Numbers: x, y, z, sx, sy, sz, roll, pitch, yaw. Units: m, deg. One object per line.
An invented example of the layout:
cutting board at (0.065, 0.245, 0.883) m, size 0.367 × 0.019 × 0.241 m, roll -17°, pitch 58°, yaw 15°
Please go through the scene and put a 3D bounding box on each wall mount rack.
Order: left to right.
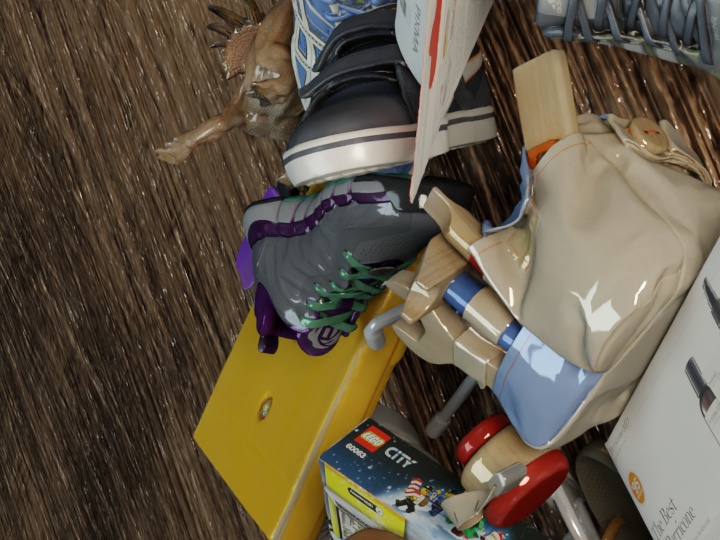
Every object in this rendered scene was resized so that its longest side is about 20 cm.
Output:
wall mount rack at (0.067, 0.094, 1.209) m, size 0.200 × 0.075 × 0.174 m, roll 67°, pitch -173°, yaw 27°

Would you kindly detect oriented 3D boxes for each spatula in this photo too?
spatula at (-0.052, -0.035, 1.405) m, size 0.057 × 0.021 × 0.200 m, roll -64°, pitch 1°, yaw 14°

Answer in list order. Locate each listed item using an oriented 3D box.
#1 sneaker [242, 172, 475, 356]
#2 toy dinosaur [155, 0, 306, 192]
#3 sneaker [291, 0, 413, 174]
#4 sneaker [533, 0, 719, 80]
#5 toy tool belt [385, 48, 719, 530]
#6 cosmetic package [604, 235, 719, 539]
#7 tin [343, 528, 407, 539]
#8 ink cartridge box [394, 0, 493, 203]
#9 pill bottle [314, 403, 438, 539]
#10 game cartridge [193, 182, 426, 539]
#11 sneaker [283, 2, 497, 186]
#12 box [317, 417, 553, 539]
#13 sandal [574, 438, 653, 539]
sneaker at (0.000, 0.000, 1.201) m, size 0.200 × 0.074 × 0.088 m, roll 168°, pitch 105°, yaw -64°
toy dinosaur at (-0.041, -0.126, 1.345) m, size 0.200 × 0.086 × 0.136 m, roll -34°, pitch 35°, yaw 53°
sneaker at (-0.007, -0.133, 1.209) m, size 0.077 × 0.076 × 0.200 m, roll -75°, pitch -25°, yaw -74°
sneaker at (0.114, -0.107, 0.908) m, size 0.200 × 0.081 × 0.074 m, roll -138°, pitch 38°, yaw -58°
toy tool belt at (0.074, 0.009, 1.005) m, size 0.123 × 0.125 × 0.200 m, roll 49°, pitch 132°, yaw 19°
cosmetic package at (0.161, 0.053, 0.944) m, size 0.200 × 0.051 × 0.083 m, roll 107°, pitch 144°, yaw -56°
tin at (0.005, 0.188, 1.122) m, size 0.112 × 0.042 × 0.200 m, roll 48°, pitch 152°, yaw 1°
ink cartridge box at (0.032, -0.154, 0.995) m, size 0.200 × 0.057 × 0.163 m, roll -62°, pitch -18°, yaw -46°
pill bottle at (0.010, 0.166, 1.312) m, size 0.200 × 0.113 × 0.113 m, roll -110°, pitch 14°, yaw -60°
game cartridge at (-0.023, 0.040, 1.313) m, size 0.200 × 0.032 × 0.176 m, roll -63°, pitch 23°, yaw 6°
sneaker at (0.009, -0.087, 1.105) m, size 0.200 × 0.078 × 0.079 m, roll -28°, pitch -74°, yaw -72°
box at (0.067, 0.171, 1.089) m, size 0.200 × 0.038 × 0.137 m, roll 32°, pitch 146°, yaw 34°
sandal at (0.140, 0.175, 1.082) m, size 0.082 × 0.055 × 0.200 m, roll 138°, pitch 116°, yaw -68°
